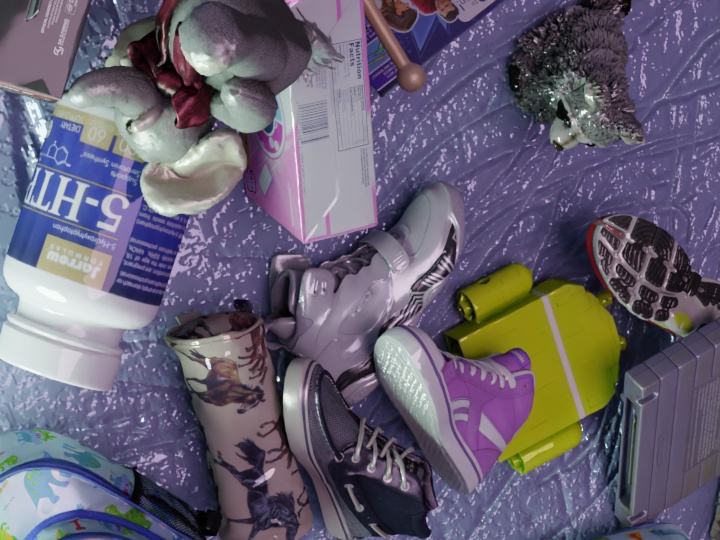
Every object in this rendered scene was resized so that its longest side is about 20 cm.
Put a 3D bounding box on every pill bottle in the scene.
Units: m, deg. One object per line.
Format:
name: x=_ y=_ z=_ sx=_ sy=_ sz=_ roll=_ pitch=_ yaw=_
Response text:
pill bottle: x=-0.194 y=-0.020 z=1.242 sx=0.119 sy=0.120 sz=0.201 roll=18 pitch=90 yaw=-28

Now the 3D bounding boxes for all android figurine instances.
android figurine: x=0.148 y=0.084 z=1.481 sx=0.199 sy=0.041 sz=0.183 roll=-28 pitch=109 yaw=-18

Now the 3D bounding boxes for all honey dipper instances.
honey dipper: x=-0.007 y=-0.224 z=1.283 sx=0.038 sy=0.038 sz=0.201 roll=-33 pitch=95 yaw=-18

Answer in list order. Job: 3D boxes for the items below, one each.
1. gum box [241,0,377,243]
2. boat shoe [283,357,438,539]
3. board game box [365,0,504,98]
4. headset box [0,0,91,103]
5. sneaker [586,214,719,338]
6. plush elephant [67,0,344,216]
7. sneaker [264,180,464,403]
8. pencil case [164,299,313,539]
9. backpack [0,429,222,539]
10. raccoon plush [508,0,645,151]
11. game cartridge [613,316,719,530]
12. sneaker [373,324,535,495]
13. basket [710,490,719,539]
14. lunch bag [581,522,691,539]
gum box: x=-0.045 y=-0.137 z=1.280 sx=0.066 sy=0.113 sz=0.201 roll=-14 pitch=117 yaw=-22
boat shoe: x=0.005 y=0.143 z=1.353 sx=0.201 sy=0.092 sz=0.075 roll=70 pitch=26 yaw=-45
board game box: x=0.052 y=-0.249 z=1.330 sx=0.199 sy=0.035 sz=0.135 roll=-36 pitch=116 yaw=12
headset box: x=-0.220 y=-0.194 z=1.149 sx=0.074 sy=0.200 sz=0.150 roll=16 pitch=91 yaw=-13
sneaker: x=0.250 y=0.012 z=1.494 sx=0.200 sy=0.085 sz=0.077 roll=36 pitch=78 yaw=-39
plush elephant: x=-0.120 y=-0.134 z=1.126 sx=0.154 sy=0.165 sz=0.200 roll=-37 pitch=153 yaw=17
sneaker: x=0.000 y=0.000 z=1.370 sx=0.115 sy=0.075 sz=0.201 roll=32 pitch=87 yaw=-31
pencil case: x=-0.095 y=0.127 z=1.339 sx=0.077 sy=0.089 sz=0.201 roll=-17 pitch=109 yaw=-12
backpack: x=-0.219 y=0.225 z=1.247 sx=0.200 sy=0.147 sz=0.183 roll=37 pitch=93 yaw=-23
raccoon plush: x=0.204 y=-0.190 z=1.409 sx=0.096 sy=0.134 sz=0.201 roll=20 pitch=89 yaw=-27
game cartridge: x=0.288 y=0.136 z=1.522 sx=0.129 sy=0.038 sz=0.201 roll=-30 pitch=140 yaw=-24
sneaker: x=0.082 y=0.084 z=1.376 sx=0.114 sy=0.073 sz=0.201 roll=-44 pitch=142 yaw=-15
basket: x=0.467 y=0.213 z=1.580 sx=0.197 sy=0.200 sz=0.162 roll=8 pitch=97 yaw=-28
lunch bag: x=0.228 y=0.324 z=1.534 sx=0.199 sy=0.082 sz=0.162 roll=-8 pitch=116 yaw=-25
